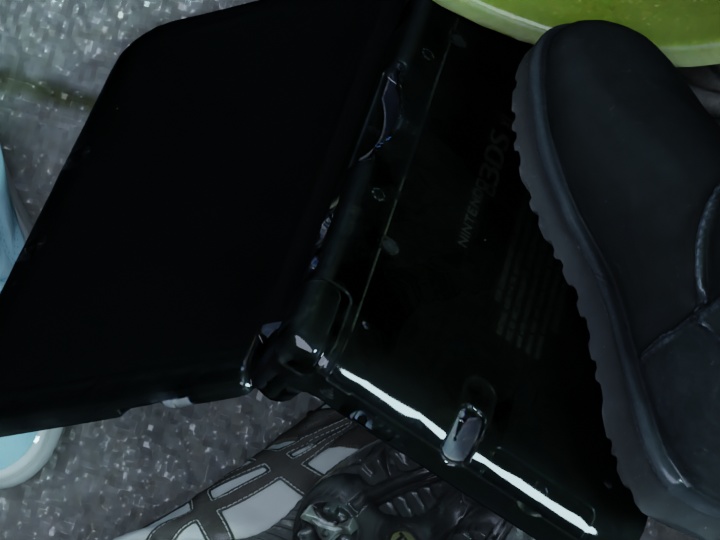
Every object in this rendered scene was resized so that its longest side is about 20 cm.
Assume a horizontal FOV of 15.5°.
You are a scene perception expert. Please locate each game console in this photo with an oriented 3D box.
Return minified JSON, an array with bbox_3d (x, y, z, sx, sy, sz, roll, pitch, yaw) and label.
[{"bbox_3d":[0.000,0.000,0.805,0.176,0.200,0.116,33,132,-13],"label":"game console"}]

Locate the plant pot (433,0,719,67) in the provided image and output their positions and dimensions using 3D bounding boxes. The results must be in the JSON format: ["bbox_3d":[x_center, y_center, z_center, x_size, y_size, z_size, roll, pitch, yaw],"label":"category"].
[{"bbox_3d":[0.090,-0.196,0.773,0.199,0.200,0.190,19,55,8],"label":"plant pot"}]

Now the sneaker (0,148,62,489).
[{"bbox_3d":[-0.148,-0.025,0.858,0.074,0.082,0.201,-16,86,8],"label":"sneaker"}]

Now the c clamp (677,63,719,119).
[{"bbox_3d":[0.175,-0.101,0.787,0.200,0.171,0.027,-33,120,11],"label":"c clamp"}]

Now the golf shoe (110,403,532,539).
[{"bbox_3d":[-0.021,0.092,0.848,0.199,0.095,0.078,-22,106,29],"label":"golf shoe"}]

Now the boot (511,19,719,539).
[{"bbox_3d":[0.134,-0.045,0.687,0.200,0.065,0.165,-43,52,41],"label":"boot"}]
